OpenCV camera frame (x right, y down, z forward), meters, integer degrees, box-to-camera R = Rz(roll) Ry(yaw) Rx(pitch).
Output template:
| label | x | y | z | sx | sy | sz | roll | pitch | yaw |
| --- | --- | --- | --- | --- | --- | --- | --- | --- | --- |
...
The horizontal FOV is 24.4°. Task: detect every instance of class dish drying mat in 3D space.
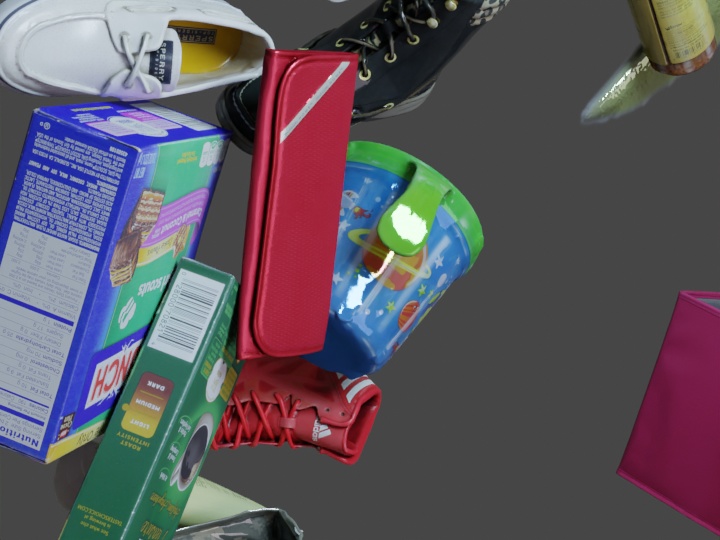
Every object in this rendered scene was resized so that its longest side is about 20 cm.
| label | x | y | z | sx | sy | sz | roll | pitch | yaw |
| --- | --- | --- | --- | --- | --- | --- | --- | --- | --- |
| dish drying mat | -0.041 | -0.041 | 1.077 | 0.077 | 0.018 | 0.201 | -5 | 106 | -44 |

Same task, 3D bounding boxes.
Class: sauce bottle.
| label | x | y | z | sx | sy | sz | roll | pitch | yaw |
| --- | --- | --- | --- | --- | --- | --- | --- | --- | --- |
| sauce bottle | 0.244 | -0.250 | 1.369 | 0.066 | 0.066 | 0.200 | -45 | 137 | -17 |

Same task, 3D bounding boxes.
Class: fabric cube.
| label | x | y | z | sx | sy | sz | roll | pitch | yaw |
| --- | --- | --- | --- | --- | --- | --- | --- | --- | --- |
| fabric cube | 0.410 | 0.149 | 1.645 | 0.199 | 0.196 | 0.200 | 2 | 109 | -45 |

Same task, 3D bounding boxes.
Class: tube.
| label | x | y | z | sx | sy | sz | roll | pitch | yaw |
| --- | --- | --- | --- | --- | --- | --- | --- | --- | --- |
| tube | -0.132 | 0.168 | 1.215 | 0.052 | 0.058 | 0.200 | -44 | 142 | 20 |

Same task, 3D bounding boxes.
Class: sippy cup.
| label | x | y | z | sx | sy | sz | roll | pitch | yaw |
| --- | --- | --- | --- | --- | --- | --- | --- | --- | --- |
| sippy cup | 0.000 | 0.000 | 1.189 | 0.131 | 0.139 | 0.178 | -57 | 150 | -27 |

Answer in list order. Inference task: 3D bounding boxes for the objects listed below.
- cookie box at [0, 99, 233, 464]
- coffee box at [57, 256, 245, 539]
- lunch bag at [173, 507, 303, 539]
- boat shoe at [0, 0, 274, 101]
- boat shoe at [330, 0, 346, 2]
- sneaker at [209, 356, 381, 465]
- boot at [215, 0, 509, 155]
| label | x | y | z | sx | sy | sz | roll | pitch | yaw |
| --- | --- | --- | --- | --- | --- | --- | --- | --- | --- |
| cookie box | -0.165 | 0.001 | 1.043 | 0.171 | 0.075 | 0.201 | -28 | 138 | -73 |
| coffee box | -0.128 | 0.101 | 1.090 | 0.123 | 0.044 | 0.201 | 69 | 41 | -75 |
| lunch bag | -0.133 | 0.265 | 1.202 | 0.199 | 0.118 | 0.164 | -23 | 154 | -36 |
| boat shoe | -0.140 | -0.139 | 1.047 | 0.199 | 0.070 | 0.071 | -6 | 114 | -42 |
| boat shoe | -0.020 | -0.215 | 1.130 | 0.200 | 0.072 | 0.066 | -20 | 120 | -47 |
| sneaker | -0.069 | 0.101 | 1.209 | 0.199 | 0.115 | 0.079 | -21 | 125 | -35 |
| boot | 0.008 | -0.155 | 1.127 | 0.203 | 0.074 | 0.154 | -22 | 165 | -42 |
